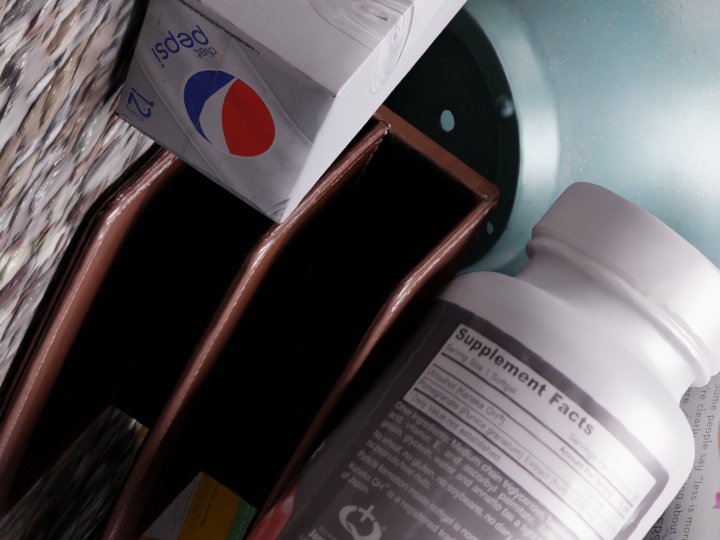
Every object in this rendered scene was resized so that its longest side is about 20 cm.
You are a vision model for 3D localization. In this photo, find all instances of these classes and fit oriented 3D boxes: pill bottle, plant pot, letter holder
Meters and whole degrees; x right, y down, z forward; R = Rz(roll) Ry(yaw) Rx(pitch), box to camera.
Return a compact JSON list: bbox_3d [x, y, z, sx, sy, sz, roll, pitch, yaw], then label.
[{"bbox_3d":[0.047,0.071,0.858,0.200,0.110,0.111,-51,174,-9],"label":"pill bottle"},{"bbox_3d":[0.070,-0.068,1.001,0.134,0.201,0.201,-13,146,-38],"label":"plant pot"},{"bbox_3d":[-0.057,0.042,0.887,0.142,0.100,0.201,-46,169,-49],"label":"letter holder"}]

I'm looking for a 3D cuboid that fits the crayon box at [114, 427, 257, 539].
[{"bbox_3d":[-0.054,0.141,1.070,0.200,0.051,0.127,0,-113,59],"label":"crayon box"}]

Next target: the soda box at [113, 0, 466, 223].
[{"bbox_3d":[0.009,-0.109,0.751,0.200,0.063,0.068,-52,173,-37],"label":"soda box"}]

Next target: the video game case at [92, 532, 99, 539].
[{"bbox_3d":[-0.180,0.226,1.271,0.182,0.023,0.201,-50,171,-45],"label":"video game case"}]

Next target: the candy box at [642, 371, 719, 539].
[{"bbox_3d":[0.093,0.096,0.941,0.199,0.072,0.169,-8,-129,37],"label":"candy box"}]
